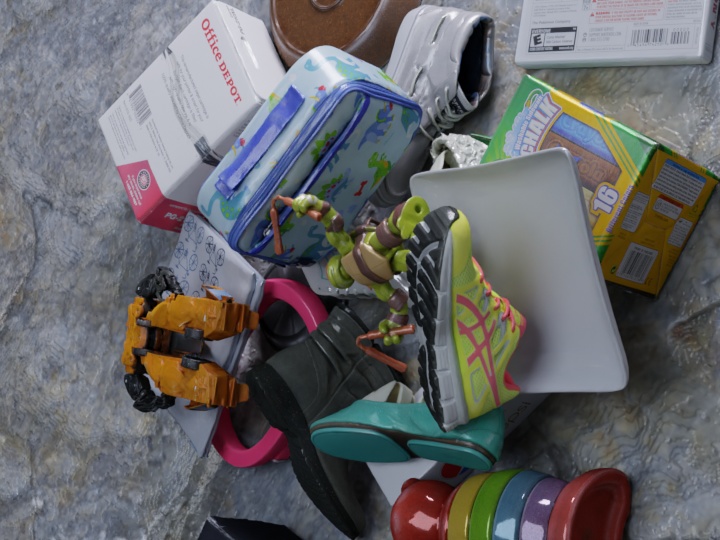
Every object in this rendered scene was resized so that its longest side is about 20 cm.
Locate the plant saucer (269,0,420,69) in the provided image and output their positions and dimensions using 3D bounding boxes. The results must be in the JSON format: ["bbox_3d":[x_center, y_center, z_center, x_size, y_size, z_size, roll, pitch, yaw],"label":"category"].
[{"bbox_3d":[-0.024,-0.287,1.803,0.199,0.034,0.203,-10,75,37],"label":"plant saucer"}]

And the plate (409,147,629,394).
[{"bbox_3d":[0.136,0.003,1.470,0.199,0.032,0.202,-8,99,51],"label":"plate"}]

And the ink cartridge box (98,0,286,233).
[{"bbox_3d":[-0.167,-0.159,1.850,0.200,0.084,0.146,-42,57,26],"label":"ink cartridge box"}]

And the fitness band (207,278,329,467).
[{"bbox_3d":[-0.093,0.102,1.744,0.201,0.037,0.144,-57,50,30],"label":"fitness band"}]

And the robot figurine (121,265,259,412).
[{"bbox_3d":[-0.173,0.073,1.729,0.199,0.058,0.147,8,90,58],"label":"robot figurine"}]

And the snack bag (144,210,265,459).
[{"bbox_3d":[-0.167,0.062,1.795,0.188,0.021,0.202,41,115,55],"label":"snack bag"}]

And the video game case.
[{"bbox_3d":[0.237,-0.275,1.600,0.198,0.023,0.185,3,82,40],"label":"video game case"}]

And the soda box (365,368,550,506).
[{"bbox_3d":[0.094,0.127,1.592,0.200,0.063,0.068,-47,56,20],"label":"soda box"}]

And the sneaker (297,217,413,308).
[{"bbox_3d":[0.000,0.000,1.690,0.200,0.070,0.081,35,97,39],"label":"sneaker"}]

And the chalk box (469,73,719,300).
[{"bbox_3d":[0.184,-0.082,1.531,0.199,0.124,0.125,35,102,37],"label":"chalk box"}]

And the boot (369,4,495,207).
[{"bbox_3d":[0.066,-0.154,1.672,0.095,0.073,0.202,10,85,46],"label":"boot"}]

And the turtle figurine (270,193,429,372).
[{"bbox_3d":[0.022,-0.005,1.531,0.160,0.064,0.201,-17,113,49],"label":"turtle figurine"}]

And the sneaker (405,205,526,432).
[{"bbox_3d":[0.091,0.033,1.444,0.078,0.089,0.202,-117,18,-55],"label":"sneaker"}]

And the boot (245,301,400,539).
[{"bbox_3d":[-0.009,0.141,1.654,0.202,0.130,0.068,63,162,-15],"label":"boot"}]

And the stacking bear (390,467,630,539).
[{"bbox_3d":[0.116,0.222,1.513,0.198,0.113,0.123,0,79,35],"label":"stacking bear"}]

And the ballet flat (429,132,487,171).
[{"bbox_3d":[0.084,-0.041,1.606,0.071,0.072,0.202,-24,47,32],"label":"ballet flat"}]

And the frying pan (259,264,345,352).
[{"bbox_3d":[-0.047,-0.003,1.760,0.115,0.031,0.192,36,105,38],"label":"frying pan"}]

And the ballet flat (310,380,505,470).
[{"bbox_3d":[0.046,0.133,1.556,0.198,0.067,0.071,0,56,38],"label":"ballet flat"}]

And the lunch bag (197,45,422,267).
[{"bbox_3d":[-0.047,-0.099,1.603,0.082,0.160,0.201,46,105,28],"label":"lunch bag"}]

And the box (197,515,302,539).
[{"bbox_3d":[-0.085,0.366,1.639,0.196,0.123,0.202,31,99,37],"label":"box"}]
